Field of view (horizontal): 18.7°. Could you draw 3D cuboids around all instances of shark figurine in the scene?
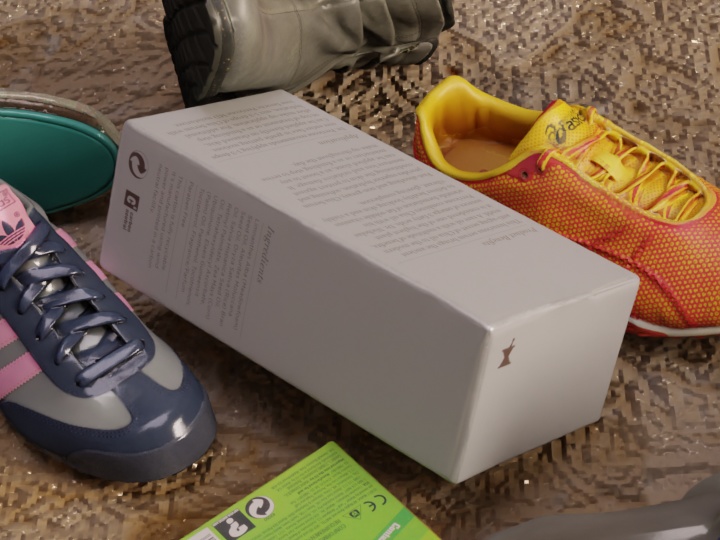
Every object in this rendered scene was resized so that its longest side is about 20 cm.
[{"bbox_3d":[0.163,0.072,0.811,0.214,0.090,0.128,-32,50,-22],"label":"shark figurine"}]

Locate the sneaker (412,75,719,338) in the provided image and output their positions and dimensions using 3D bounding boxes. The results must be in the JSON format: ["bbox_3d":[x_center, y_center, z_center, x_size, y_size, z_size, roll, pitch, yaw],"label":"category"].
[{"bbox_3d":[0.101,-0.027,0.919,0.200,0.077,0.073,18,50,30],"label":"sneaker"}]

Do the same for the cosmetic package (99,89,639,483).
[{"bbox_3d":[0.000,0.000,0.893,0.200,0.071,0.101,29,29,33],"label":"cosmetic package"}]

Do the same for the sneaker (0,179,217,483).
[{"bbox_3d":[-0.138,0.012,0.911,0.070,0.082,0.200,-36,51,-28],"label":"sneaker"}]

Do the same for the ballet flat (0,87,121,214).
[{"bbox_3d":[-0.205,-0.056,1.008,0.200,0.067,0.062,-7,34,-1],"label":"ballet flat"}]

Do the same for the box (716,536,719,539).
[{"bbox_3d":[0.146,0.116,0.657,0.121,0.032,0.200,-3,14,28],"label":"box"}]

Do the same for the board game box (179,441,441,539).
[{"bbox_3d":[0.014,0.147,0.792,0.096,0.030,0.200,-32,47,-23],"label":"board game box"}]

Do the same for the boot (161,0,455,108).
[{"bbox_3d":[-0.021,-0.118,0.974,0.131,0.200,0.068,-16,87,-5],"label":"boot"}]
